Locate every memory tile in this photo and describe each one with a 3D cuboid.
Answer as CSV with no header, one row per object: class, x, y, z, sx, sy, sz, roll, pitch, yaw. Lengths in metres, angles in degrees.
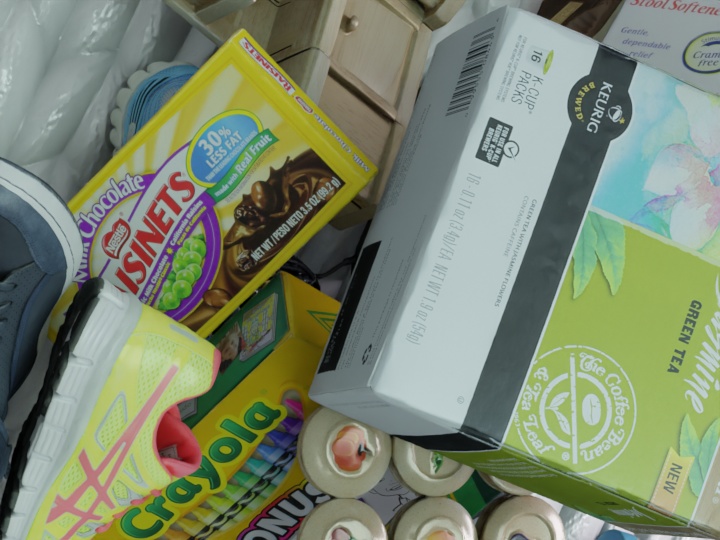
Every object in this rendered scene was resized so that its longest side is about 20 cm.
memory tile,0.036,0.166,1.362,0.152,0.017,0.201,2,88,-24

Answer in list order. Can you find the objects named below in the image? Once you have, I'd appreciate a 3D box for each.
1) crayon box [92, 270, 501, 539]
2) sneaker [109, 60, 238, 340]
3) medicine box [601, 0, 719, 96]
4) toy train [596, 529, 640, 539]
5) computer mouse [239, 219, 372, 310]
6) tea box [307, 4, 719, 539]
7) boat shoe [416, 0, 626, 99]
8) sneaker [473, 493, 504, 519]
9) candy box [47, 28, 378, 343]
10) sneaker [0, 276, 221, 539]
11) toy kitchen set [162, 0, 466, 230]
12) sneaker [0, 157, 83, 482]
crayon box,-0.040,0.113,1.431,0.172,0.058,0.200,29,120,-32
sneaker,-0.093,-0.008,1.420,0.078,0.090,0.201,-8,103,-30
medicine box,0.203,-0.062,1.525,0.200,0.102,0.183,-59,143,-29
toy train,0.174,0.264,1.638,0.115,0.085,0.201,19,88,-22
computer mouse,0.000,0.000,1.465,0.200,0.034,0.059,-19,129,-53
tea box,0.107,0.005,1.305,0.196,0.134,0.201,22,81,-12
boat shoe,0.106,-0.101,1.537,0.202,0.075,0.075,-36,121,-21
sneaker,0.026,0.087,1.516,0.199,0.076,0.114,0,117,-14
candy box,-0.093,-0.022,1.367,0.102,0.026,0.200,46,116,-1
sneaker,-0.129,0.099,1.345,0.090,0.078,0.200,18,128,-12
toy kitchen set,0.011,-0.165,1.369,0.163,0.180,0.201,37,52,-31
sneaker,-0.199,0.046,1.290,0.077,0.203,0.147,21,56,4
